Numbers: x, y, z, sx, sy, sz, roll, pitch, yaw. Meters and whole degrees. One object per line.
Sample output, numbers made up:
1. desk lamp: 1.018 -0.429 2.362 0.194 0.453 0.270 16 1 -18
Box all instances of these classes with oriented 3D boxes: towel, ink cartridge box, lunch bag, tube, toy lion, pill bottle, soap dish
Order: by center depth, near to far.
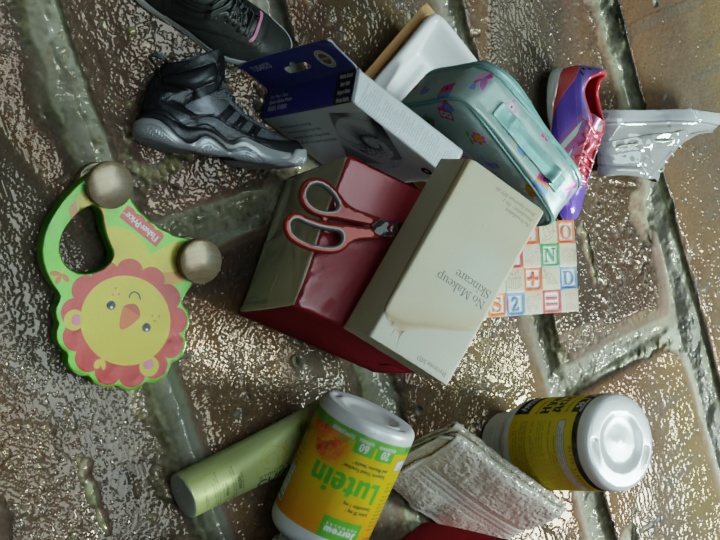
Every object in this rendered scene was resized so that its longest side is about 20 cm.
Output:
1. toy lion: -0.252 0.016 1.362 0.200 0.069 0.192 42 76 -23
2. ink cartridge box: -0.021 -0.161 1.422 0.200 0.199 0.041 37 71 -26
3. pill bottle: -0.029 0.243 1.437 0.111 0.111 0.201 20 97 -29
4. tube: -0.111 0.205 1.444 0.199 0.058 0.052 -22 72 -34
5. lunch bag: 0.147 -0.136 1.454 0.200 0.160 0.077 48 67 -21
6. towel: 0.129 0.257 1.544 0.200 0.132 0.035 37 40 -24
7. soap dish: 0.085 -0.187 1.558 0.200 0.081 0.158 47 66 -21
8. pill bottle: 0.237 0.205 1.564 0.111 0.200 0.112 6 79 -34

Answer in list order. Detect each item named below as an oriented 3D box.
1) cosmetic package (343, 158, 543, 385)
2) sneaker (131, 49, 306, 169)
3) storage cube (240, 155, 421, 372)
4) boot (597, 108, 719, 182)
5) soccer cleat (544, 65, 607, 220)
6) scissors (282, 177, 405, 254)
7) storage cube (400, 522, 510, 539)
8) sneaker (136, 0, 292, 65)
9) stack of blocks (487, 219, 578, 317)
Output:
1. cosmetic package: 0.082 -0.001 1.308 0.103 0.073 0.201 32 82 -22
2. sneaker: -0.142 -0.174 1.420 0.199 0.075 0.114 9 86 -28
3. storage cube: 0.000 0.000 1.429 0.179 0.200 0.172 24 77 -22
4. boot: 0.394 -0.166 1.762 0.199 0.073 0.096 -4 96 -23
5. soccer cleat: 0.274 -0.160 1.670 0.068 0.073 0.201 7 82 -56
6. scissors: 0.019 -0.036 1.325 0.199 0.014 0.073 17 76 -19
7. storage cube: 0.089 0.404 1.484 0.171 0.180 0.201 -26 101 -29
8. sneaker: -0.142 -0.278 1.411 0.199 0.099 0.071 25 74 -30
9. stack of blocks: 0.170 -0.001 1.617 0.199 0.058 0.116 -3 90 -32
